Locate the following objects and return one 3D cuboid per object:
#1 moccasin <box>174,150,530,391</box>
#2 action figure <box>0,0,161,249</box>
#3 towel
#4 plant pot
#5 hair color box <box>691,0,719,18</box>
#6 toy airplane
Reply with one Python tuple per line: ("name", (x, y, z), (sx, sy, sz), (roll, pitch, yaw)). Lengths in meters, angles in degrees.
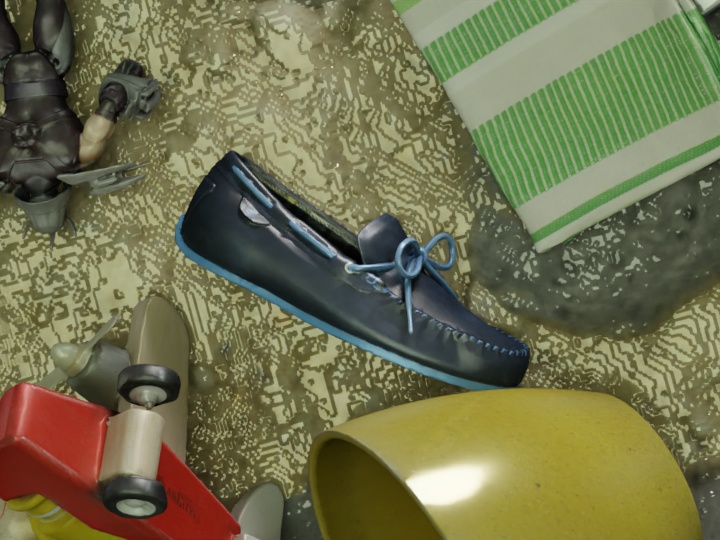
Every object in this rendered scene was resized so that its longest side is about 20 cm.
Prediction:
("moccasin", (0.000, 0.000, 1.226), (0.199, 0.080, 0.068), (25, 97, 4))
("action figure", (-0.173, -0.111, 1.252), (0.130, 0.069, 0.201), (-7, 95, 0))
("towel", (0.099, -0.125, 1.210), (0.152, 0.023, 0.200), (-30, 91, 33))
("plant pot", (0.086, 0.137, 1.181), (0.142, 0.200, 0.200), (-27, 89, -19))
("hair color box", (0.160, -0.238, 1.209), (0.099, 0.061, 0.200), (-34, 89, 6))
("toy airplane", (-0.123, 0.129, 1.205), (0.141, 0.200, 0.200), (-10, 102, 21))
